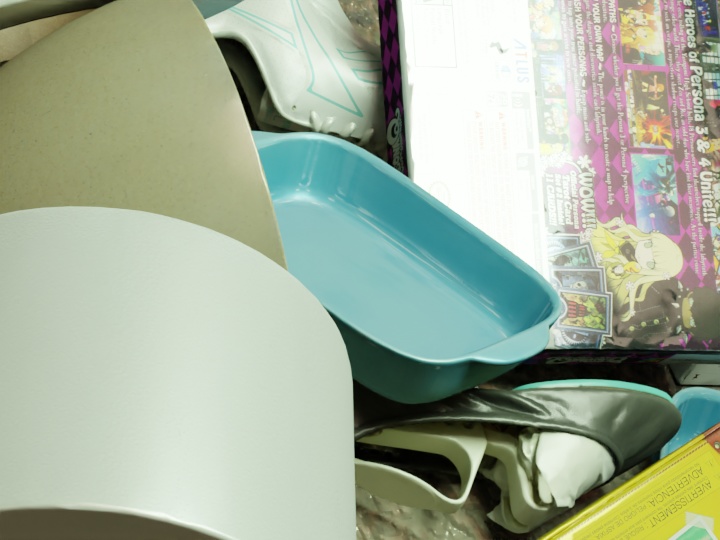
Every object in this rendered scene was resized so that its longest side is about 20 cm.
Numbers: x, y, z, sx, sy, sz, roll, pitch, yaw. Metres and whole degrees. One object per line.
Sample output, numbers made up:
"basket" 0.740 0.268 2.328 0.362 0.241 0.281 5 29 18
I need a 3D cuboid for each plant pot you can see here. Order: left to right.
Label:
"plant pot" -0.118 -0.005 0.977 0.134 0.201 0.201 -15 57 -15

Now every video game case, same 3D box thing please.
"video game case" 0.102 -0.053 1.189 0.180 0.036 0.202 0 76 -18

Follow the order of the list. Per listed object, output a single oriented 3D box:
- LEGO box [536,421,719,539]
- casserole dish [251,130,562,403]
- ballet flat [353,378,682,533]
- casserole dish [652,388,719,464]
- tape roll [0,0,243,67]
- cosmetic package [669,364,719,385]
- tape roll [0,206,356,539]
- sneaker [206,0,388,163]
"LEGO box" 0.113 0.174 0.975 0.199 0.077 0.149 -27 82 -32
"casserole dish" 0.000 0.000 1.089 0.200 0.039 0.121 37 36 29
"ballet flat" 0.056 0.084 1.094 0.198 0.068 0.069 7 56 -14
"casserole dish" 0.189 0.142 1.137 0.120 0.039 0.201 22 40 -11
"tape roll" -0.142 -0.122 1.053 0.202 0.202 0.037 -12 87 -42
"cosmetic package" 0.259 0.020 1.287 0.199 0.083 0.051 3 47 -34
"tape roll" -0.100 0.095 0.861 0.201 0.203 0.140 19 42 -19
"sneaker" -0.010 -0.086 1.221 0.200 0.070 0.080 38 59 2
